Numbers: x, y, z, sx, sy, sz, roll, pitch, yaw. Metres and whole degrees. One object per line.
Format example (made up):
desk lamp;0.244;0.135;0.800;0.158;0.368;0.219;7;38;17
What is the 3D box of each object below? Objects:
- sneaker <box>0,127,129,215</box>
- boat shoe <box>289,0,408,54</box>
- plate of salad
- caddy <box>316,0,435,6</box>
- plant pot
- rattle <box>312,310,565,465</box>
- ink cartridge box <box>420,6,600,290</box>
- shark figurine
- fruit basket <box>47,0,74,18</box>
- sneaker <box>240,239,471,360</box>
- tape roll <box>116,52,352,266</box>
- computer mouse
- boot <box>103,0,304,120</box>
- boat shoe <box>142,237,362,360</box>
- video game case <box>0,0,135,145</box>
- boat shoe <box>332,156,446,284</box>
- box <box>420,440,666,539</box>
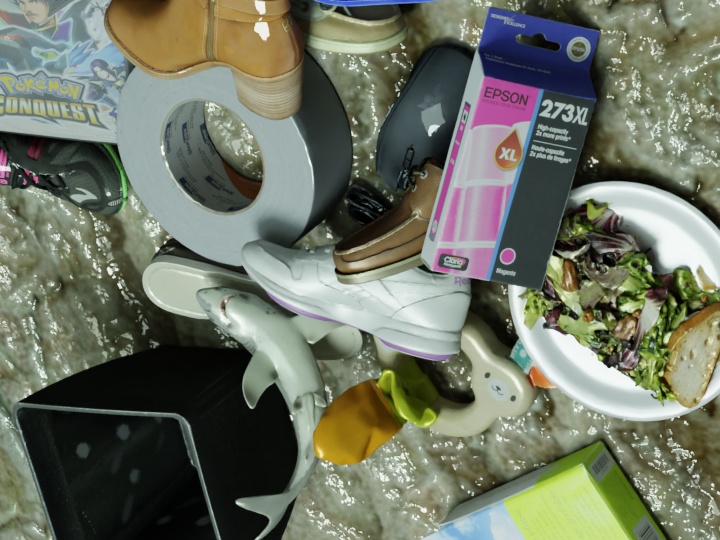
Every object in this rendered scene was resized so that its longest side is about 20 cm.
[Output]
sneaker;-0.294;-0.093;1.884;0.199;0.084;0.077;22;127;22
boat shoe;-0.050;-0.231;1.651;0.200;0.073;0.064;29;134;26
plate of salad;0.205;0.029;1.629;0.198;0.048;0.202;10;116;22
caddy;0.018;-0.280;1.553;0.198;0.105;0.142;0;132;21
plant pot;-0.162;0.169;1.885;0.199;0.177;0.201;2;117;34
rattle;0.077;0.097;1.714;0.199;0.142;0.132;7;105;37
ink cartridge box;0.116;-0.089;1.571;0.094;0.037;0.202;10;104;-18
shark figurine;-0.061;0.114;1.780;0.090;0.127;0.217;120;139;-75
fruit basket;-0.149;-0.292;1.557;0.093;0.202;0.184;31;140;-34
sneaker;0.000;0.000;1.708;0.198;0.075;0.101;19;99;13
tape roll;-0.108;-0.108;1.764;0.199;0.066;0.202;17;125;26
computer mouse;0.066;-0.073;1.679;0.140;0.046;0.201;38;131;10
boot;-0.127;-0.212;1.613;0.199;0.077;0.156;33;150;29
boat shoe;-0.087;0.020;1.821;0.198;0.060;0.072;16;127;6
video game case;-0.287;-0.191;1.796;0.198;0.026;0.182;7;134;7
boat shoe;0.061;-0.058;1.624;0.199;0.072;0.068;-26;112;-5
box;0.159;0.237;1.794;0.199;0.048;0.122;-30;97;41
